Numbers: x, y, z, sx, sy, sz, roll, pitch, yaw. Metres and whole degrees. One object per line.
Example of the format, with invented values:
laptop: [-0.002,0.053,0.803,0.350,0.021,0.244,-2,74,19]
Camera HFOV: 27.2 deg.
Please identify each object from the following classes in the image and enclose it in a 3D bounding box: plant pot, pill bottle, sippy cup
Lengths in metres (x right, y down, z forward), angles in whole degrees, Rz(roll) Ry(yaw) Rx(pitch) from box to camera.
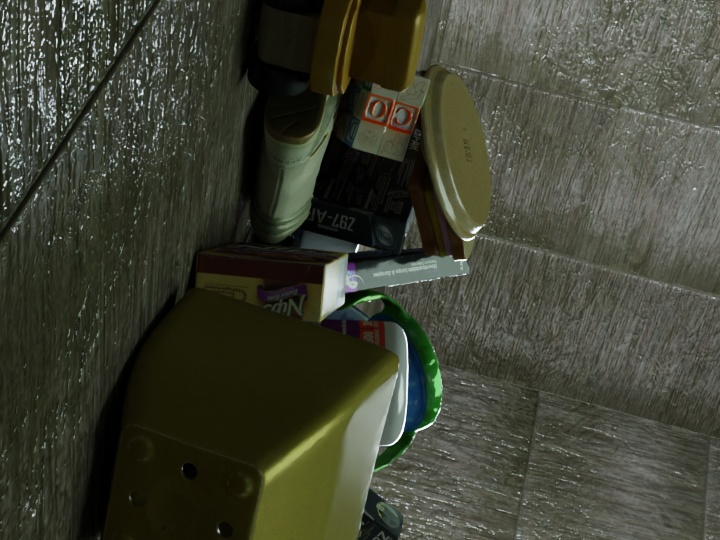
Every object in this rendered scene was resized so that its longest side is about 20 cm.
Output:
plant pot: [-0.106,0.153,1.182,0.200,0.195,0.195,-40,145,-67]
pill bottle: [-0.060,0.098,1.336,0.112,0.199,0.113,-178,-90,-86]
sippy cup: [-0.003,0.121,1.589,0.178,0.130,0.140,67,-29,13]

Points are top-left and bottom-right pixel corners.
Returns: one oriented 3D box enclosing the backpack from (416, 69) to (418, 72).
backpack: [0.036,-0.164,1.852,0.200,0.190,0.155,94,-5,-70]

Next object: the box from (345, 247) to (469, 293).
box: [0.000,0.000,1.619,0.199,0.143,0.036,-10,96,-40]

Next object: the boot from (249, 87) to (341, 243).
boot: [-0.061,-0.139,1.490,0.200,0.072,0.155,-72,176,-47]

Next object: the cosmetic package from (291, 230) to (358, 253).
cosmetic package: [-0.042,-0.051,1.761,0.200,0.071,0.102,107,-15,-59]

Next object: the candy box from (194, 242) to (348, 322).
candy box: [-0.079,0.008,1.390,0.200,0.116,0.057,-27,122,-85]

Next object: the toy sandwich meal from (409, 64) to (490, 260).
toy sandwich meal: [0.081,-0.115,1.558,0.205,0.070,0.206,-10,90,-70]

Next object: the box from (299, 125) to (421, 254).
box: [-0.010,-0.111,1.629,0.200,0.160,0.044,-71,174,-51]

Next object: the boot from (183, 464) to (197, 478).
boot: [-0.122,0.128,1.423,0.077,0.199,0.169,108,-35,-58]

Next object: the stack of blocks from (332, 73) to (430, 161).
stack of blocks: [0.006,-0.193,1.542,0.200,0.058,0.116,-135,-119,-67]

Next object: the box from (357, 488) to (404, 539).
box: [-0.075,0.292,1.637,0.200,0.161,0.049,-47,-171,25]

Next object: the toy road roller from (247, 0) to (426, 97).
toy road roller: [-0.010,-0.233,1.321,0.200,0.145,0.123,-70,174,-49]

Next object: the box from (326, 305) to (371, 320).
box: [-0.064,0.100,1.751,0.128,0.109,0.200,-53,170,-13]

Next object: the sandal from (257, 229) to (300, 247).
sandal: [-0.087,-0.024,1.687,0.200,0.043,0.076,96,9,-63]
